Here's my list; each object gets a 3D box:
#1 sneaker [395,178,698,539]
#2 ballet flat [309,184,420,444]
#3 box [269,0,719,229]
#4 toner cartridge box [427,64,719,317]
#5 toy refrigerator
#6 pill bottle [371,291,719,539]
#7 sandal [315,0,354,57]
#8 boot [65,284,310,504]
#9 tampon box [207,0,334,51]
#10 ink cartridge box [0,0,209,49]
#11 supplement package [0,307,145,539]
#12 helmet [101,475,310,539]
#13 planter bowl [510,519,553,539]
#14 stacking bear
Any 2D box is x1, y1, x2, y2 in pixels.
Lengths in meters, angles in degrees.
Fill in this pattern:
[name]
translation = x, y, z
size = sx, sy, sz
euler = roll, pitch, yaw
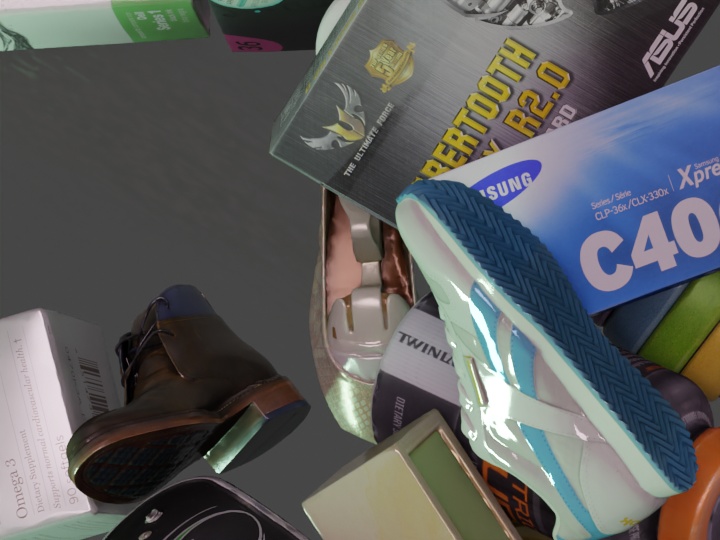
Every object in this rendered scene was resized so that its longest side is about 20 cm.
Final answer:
[sneaker]
translation = 0.075, 0.045, 1.423
size = 0.081, 0.076, 0.200
euler = -38, 88, 28
[ballet flat]
translation = 0.000, 0.000, 1.618
size = 0.067, 0.062, 0.201
euler = -6, 82, 4
[box]
translation = 0.069, -0.109, 1.507
size = 0.158, 0.048, 0.200
euler = 30, 111, -12
[toner cartridge box]
translation = 0.134, -0.033, 1.457
size = 0.199, 0.043, 0.096
euler = -21, 85, 18
[toy refrigerator]
translation = 0.061, 0.176, 1.478
size = 0.070, 0.076, 0.201
euler = -33, 90, 22
[pill bottle]
translation = 0.112, 0.087, 1.534
size = 0.199, 0.106, 0.107
euler = 24, 85, 31
[sandal]
translation = 0.044, -0.087, 1.593
size = 0.082, 0.050, 0.203
euler = -33, 124, 18
[boot]
translation = -0.115, 0.064, 1.564
size = 0.075, 0.200, 0.097
euler = -45, 73, 24
[tampon box]
translation = 0.015, -0.201, 1.598
size = 0.199, 0.150, 0.127
euler = -3, 79, 5
[ink cartridge box]
translation = -0.190, -0.204, 1.643
size = 0.199, 0.084, 0.147
euler = -4, 81, 4
[supplement package]
translation = -0.234, 0.107, 1.588
size = 0.199, 0.117, 0.118
euler = -17, 82, 9
[helmet]
translation = -0.083, 0.228, 1.522
size = 0.200, 0.200, 0.191
euler = 38, 77, 9
[planter bowl]
translation = 0.092, 0.208, 1.572
size = 0.199, 0.083, 0.202
euler = -1, 82, 4
[stacking bear]
translation = 0.204, 0.021, 1.575
size = 0.200, 0.121, 0.114
euler = 38, 101, 7
